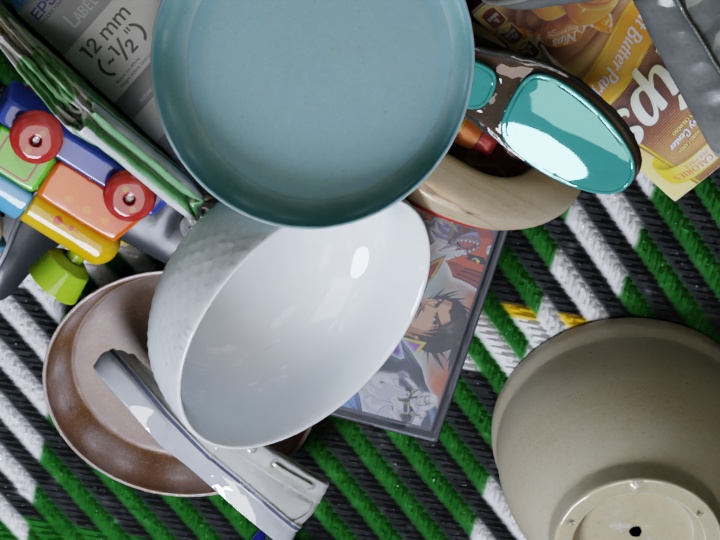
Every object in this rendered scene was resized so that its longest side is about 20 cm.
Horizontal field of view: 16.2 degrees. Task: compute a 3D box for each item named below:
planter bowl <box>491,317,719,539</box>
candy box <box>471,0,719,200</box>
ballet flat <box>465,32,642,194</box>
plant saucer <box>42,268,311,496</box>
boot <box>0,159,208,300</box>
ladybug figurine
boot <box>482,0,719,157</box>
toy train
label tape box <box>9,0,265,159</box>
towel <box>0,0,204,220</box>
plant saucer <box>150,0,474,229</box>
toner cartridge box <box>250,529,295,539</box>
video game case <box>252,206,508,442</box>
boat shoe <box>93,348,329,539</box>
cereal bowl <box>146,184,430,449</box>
[{"bbox_3d":[0.193,0.155,1.806,0.198,0.135,0.202,1,125,1],"label":"planter bowl"},{"bbox_3d":[0.180,-0.151,1.644,0.200,0.055,0.115,40,118,-22],"label":"candy box"},{"bbox_3d":[0.091,-0.119,1.597,0.199,0.069,0.068,28,122,-10],"label":"ballet flat"},{"bbox_3d":[-0.127,0.075,1.820,0.198,0.035,0.202,1,123,1],"label":"plant saucer"},{"bbox_3d":[-0.148,-0.019,1.722,0.199,0.066,0.166,22,106,-16],"label":"boot"},{"bbox_3d":[0.052,-0.096,1.651,0.199,0.136,0.072,32,150,-11],"label":"ladybug figurine"},{"bbox_3d":[0.187,-0.148,1.573,0.181,0.073,0.200,-14,138,25],"label":"boot"},{"bbox_3d":[-0.168,-0.025,1.646,0.199,0.085,0.116,32,105,-14],"label":"toy train"},{"bbox_3d":[-0.138,-0.189,1.571,0.200,0.066,0.143,42,96,-7],"label":"label tape box"},{"bbox_3d":[-0.184,-0.116,1.570,0.023,0.200,0.152,-48,145,2],"label":"towel"},{"bbox_3d":[-0.027,-0.125,1.514,0.198,0.027,0.202,0,90,12],"label":"plant saucer"},{"bbox_3d":[-0.092,0.291,1.961,0.095,0.043,0.200,31,120,-19],"label":"toner cartridge box"},{"bbox_3d":[0.000,0.000,1.708,0.179,0.025,0.202,15,99,-19],"label":"video game case"},{"bbox_3d":[-0.101,0.110,1.792,0.200,0.071,0.070,43,88,-20],"label":"boat shoe"},{"bbox_3d":[-0.057,0.011,1.616,0.199,0.083,0.201,-29,142,-25],"label":"cereal bowl"}]
